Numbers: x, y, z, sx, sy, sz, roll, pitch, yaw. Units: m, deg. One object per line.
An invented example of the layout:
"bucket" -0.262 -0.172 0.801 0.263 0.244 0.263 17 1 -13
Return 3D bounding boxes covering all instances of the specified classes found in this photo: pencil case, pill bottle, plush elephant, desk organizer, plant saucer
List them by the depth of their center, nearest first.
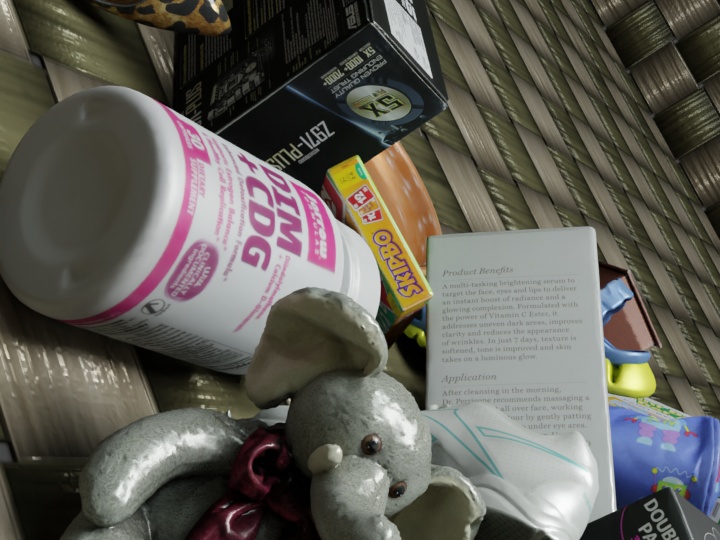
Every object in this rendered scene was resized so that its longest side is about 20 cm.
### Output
"plush elephant" -0.030 0.106 0.570 0.165 0.155 0.200 49 23 -22
"pill bottle" -0.080 -0.009 0.674 0.200 0.113 0.114 26 38 -55
"pencil case" 0.157 0.123 0.920 0.087 0.200 0.078 -47 146 -62
"plant saucer" -0.005 -0.076 1.038 0.200 0.037 0.200 45 25 -28
"desk organizer" 0.169 0.033 1.118 0.072 0.077 0.200 64 -10 -15

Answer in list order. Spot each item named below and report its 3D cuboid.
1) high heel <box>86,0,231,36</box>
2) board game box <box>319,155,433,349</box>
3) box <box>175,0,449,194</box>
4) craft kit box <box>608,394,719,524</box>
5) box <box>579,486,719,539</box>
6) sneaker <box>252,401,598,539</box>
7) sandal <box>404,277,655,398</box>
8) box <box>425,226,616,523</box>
"high heel" -0.166 -0.183 0.766 0.200 0.071 0.143 34 22 -15
"board game box" 0.000 0.000 0.844 0.096 0.030 0.200 62 -10 9
"box" -0.040 -0.151 0.887 0.086 0.164 0.200 42 26 -36
"craft kit box" 0.210 0.131 1.050 0.200 0.049 0.197 22 6 16
"box" 0.118 0.228 0.664 0.124 0.200 0.149 37 30 -49
"sneaker" 0.031 0.105 0.682 0.080 0.200 0.071 -50 140 -40
"sandal" 0.128 0.039 0.983 0.079 0.200 0.087 12 88 -80
"box" 0.098 0.098 0.802 0.152 0.106 0.200 76 14 -54
